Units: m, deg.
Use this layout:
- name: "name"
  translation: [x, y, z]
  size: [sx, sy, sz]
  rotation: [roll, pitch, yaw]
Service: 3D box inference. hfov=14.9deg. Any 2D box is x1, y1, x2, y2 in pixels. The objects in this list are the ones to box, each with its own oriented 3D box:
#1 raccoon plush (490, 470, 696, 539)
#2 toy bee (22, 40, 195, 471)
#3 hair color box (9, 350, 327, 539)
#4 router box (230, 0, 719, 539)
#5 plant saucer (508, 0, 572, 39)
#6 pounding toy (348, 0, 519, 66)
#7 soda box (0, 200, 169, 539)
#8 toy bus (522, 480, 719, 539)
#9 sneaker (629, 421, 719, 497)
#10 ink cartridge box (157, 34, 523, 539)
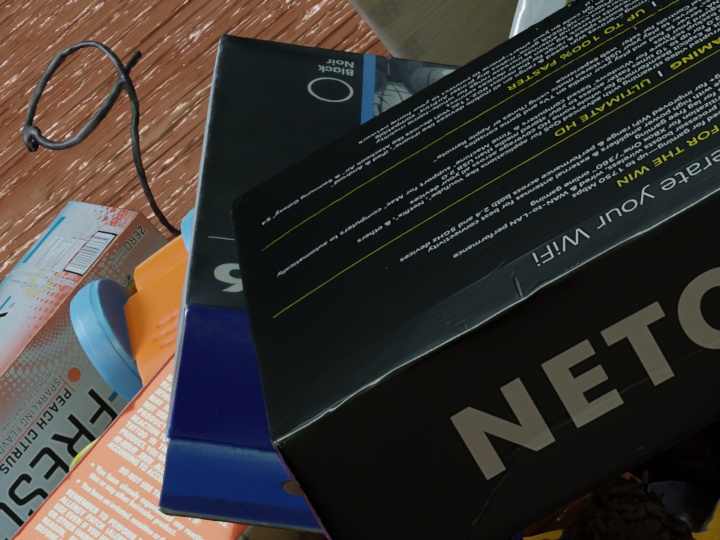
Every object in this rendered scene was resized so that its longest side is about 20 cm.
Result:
- name: "raccoon plush"
  translation: [0.107, 0.111, 0.588]
  size: [0.199, 0.135, 0.097]
  rotation: [-6, 5, 21]
- name: "toy bee"
  translation: [-0.043, 0.016, 0.970]
  size: [0.130, 0.109, 0.201]
  rotation: [-18, 55, 28]
- name: "hair color box"
  translation: [-0.064, 0.113, 0.799]
  size: [0.064, 0.111, 0.200]
  rotation: [32, 69, 29]
- name: "router box"
  translation: [0.069, -0.021, 0.627]
  size: [0.199, 0.051, 0.149]
  rotation: [-30, 21, 6]
- name: "plant saucer"
  translation: [0.081, -0.054, 0.835]
  size: [0.200, 0.050, 0.202]
  rotation: [-168, 90, -83]
- name: "pounding toy"
  translation: [0.040, -0.159, 1.036]
  size: [0.184, 0.142, 0.200]
  rotation: [-38, 19, 7]
- name: "soda box"
  translation: [-0.136, 0.069, 1.035]
  size: [0.200, 0.068, 0.063]
  rotation: [-51, 28, -17]
- name: "toy bus"
  translation: [0.059, 0.110, 0.717]
  size: [0.199, 0.078, 0.065]
  rotation: [-18, 37, 38]
- name: "sneaker"
  translation: [0.124, 0.009, 0.743]
  size: [0.085, 0.073, 0.200]
  rotation: [-57, 7, -25]
- name: "ink cartridge box"
  translation: [0.000, 0.000, 0.773]
  size: [0.099, 0.039, 0.200]
  rotation: [8, 33, -5]
